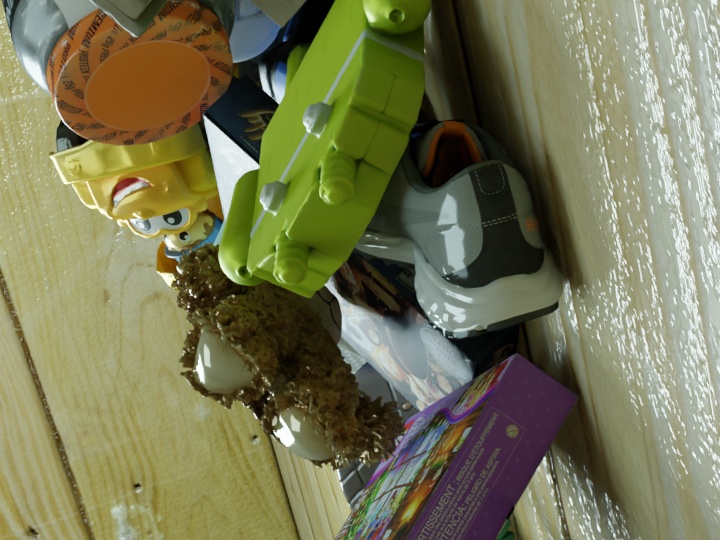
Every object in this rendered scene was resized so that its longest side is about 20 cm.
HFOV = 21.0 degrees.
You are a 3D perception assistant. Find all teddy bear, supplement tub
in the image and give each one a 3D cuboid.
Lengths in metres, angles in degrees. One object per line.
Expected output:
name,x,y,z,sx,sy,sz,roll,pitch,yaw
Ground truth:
teddy bear,-0.037,0.041,0.980,0.145,0.067,0.200,36,-176,12
supplement tub,-0.138,-0.173,1.049,0.123,0.121,0.201,82,170,-55

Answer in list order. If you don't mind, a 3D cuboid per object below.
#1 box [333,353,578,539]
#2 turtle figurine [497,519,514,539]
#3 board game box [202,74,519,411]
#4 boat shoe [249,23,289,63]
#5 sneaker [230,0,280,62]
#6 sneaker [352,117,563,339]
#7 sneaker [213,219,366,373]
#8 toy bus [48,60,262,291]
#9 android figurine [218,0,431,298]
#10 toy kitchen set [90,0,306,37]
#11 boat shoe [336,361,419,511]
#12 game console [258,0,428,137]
box,0.028,0.123,0.953,0.039,0.137,0.200,34,161,-4
turtle figurine,0.074,0.206,1.087,0.201,0.100,0.151,-108,4,-49
board game box,0.000,0.000,1.044,0.200,0.035,0.136,43,163,19
boat shoe,-0.070,-0.232,1.227,0.074,0.063,0.203,-132,27,-78
sneaker,-0.070,-0.225,1.157,0.082,0.076,0.202,-108,20,-84
sneaker,0.035,-0.038,0.885,0.200,0.073,0.080,-138,36,-65
sneaker,-0.012,0.002,1.284,0.200,0.073,0.119,37,-122,-38
toy bus,-0.101,-0.051,1.345,0.200,0.135,0.194,-44,-58,-57
android figurine,-0.014,-0.070,0.896,0.183,0.041,0.201,-58,15,34
toy kitchen set,-0.068,-0.230,0.914,0.200,0.180,0.164,39,-144,-10
boat shoe,0.036,0.135,1.219,0.073,0.074,0.202,-61,-38,-56
game console,0.018,-0.061,1.140,0.170,0.118,0.201,24,142,37
